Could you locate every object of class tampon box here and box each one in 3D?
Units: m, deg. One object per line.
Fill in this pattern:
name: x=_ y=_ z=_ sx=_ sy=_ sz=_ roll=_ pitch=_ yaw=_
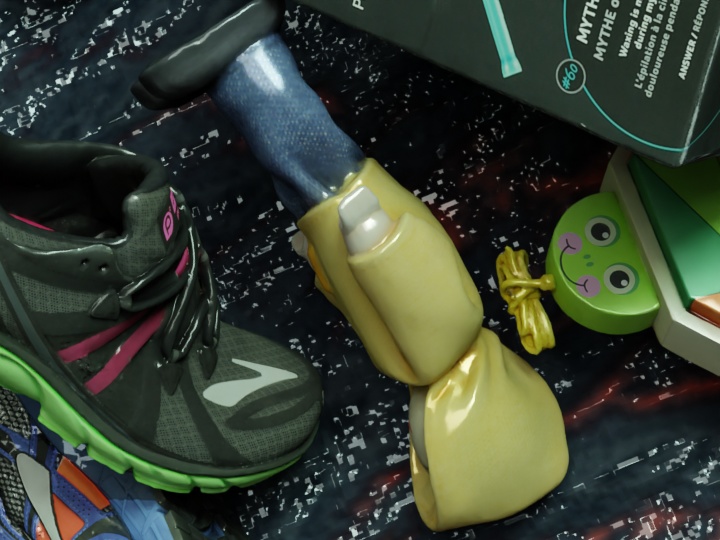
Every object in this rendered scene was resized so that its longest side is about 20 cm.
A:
tampon box: x=0.069 y=-0.143 z=0.699 sx=0.200 sy=0.126 sz=0.150 roll=27 pitch=113 yaw=30

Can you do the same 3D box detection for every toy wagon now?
toy wagon: x=0.146 y=-0.016 z=0.749 sx=0.199 sy=0.040 sz=0.156 roll=-14 pitch=65 yaw=-11

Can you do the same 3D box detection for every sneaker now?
sneaker: x=-0.094 y=0.094 z=0.767 sx=0.078 sy=0.075 sz=0.200 roll=-40 pitch=61 yaw=9
sneaker: x=-0.078 y=0.008 z=0.706 sx=0.084 sy=0.200 sz=0.077 roll=-42 pitch=39 yaw=19

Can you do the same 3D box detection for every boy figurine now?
boy figurine: x=0.000 y=0.000 z=0.757 sx=0.064 sy=0.124 sz=0.200 roll=-34 pitch=98 yaw=-10
